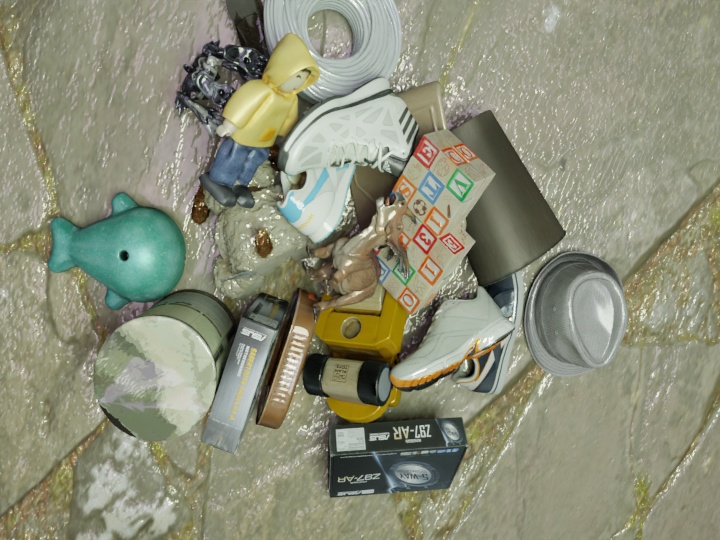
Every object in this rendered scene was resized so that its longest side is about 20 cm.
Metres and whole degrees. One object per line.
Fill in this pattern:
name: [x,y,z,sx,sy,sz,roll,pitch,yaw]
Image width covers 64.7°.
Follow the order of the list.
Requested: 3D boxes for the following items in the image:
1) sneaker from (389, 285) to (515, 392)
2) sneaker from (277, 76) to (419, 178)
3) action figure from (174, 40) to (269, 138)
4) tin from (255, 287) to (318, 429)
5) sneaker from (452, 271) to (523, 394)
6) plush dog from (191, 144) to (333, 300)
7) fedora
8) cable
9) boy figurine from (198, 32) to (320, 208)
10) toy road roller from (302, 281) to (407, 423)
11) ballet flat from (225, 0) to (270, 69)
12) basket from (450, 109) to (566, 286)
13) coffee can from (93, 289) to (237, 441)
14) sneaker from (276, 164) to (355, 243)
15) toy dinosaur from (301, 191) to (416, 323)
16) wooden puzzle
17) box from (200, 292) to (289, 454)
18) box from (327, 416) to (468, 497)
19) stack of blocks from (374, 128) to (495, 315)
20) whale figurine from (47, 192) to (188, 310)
sneaker: [0.114,0.092,0.787,0.195,0.076,0.094,-24,70,-21]
sneaker: [-0.001,-0.152,0.695,0.199,0.076,0.116,-38,77,-27]
action figure: [-0.181,-0.237,0.743,0.101,0.199,0.121,36,86,-30]
tin: [-0.105,0.128,0.819,0.041,0.112,0.206,18,95,-8]
sneaker: [0.191,0.088,0.863,0.077,0.078,0.207,8,97,-12]
plush dog: [-0.154,-0.083,0.785,0.196,0.161,0.175,-30,76,-1]
fedora: [0.345,0.076,0.871,0.170,0.090,0.208,-2,97,-5]
cable: [-0.039,-0.326,0.775,0.196,0.069,0.205,27,82,-21]
boy figurine: [-0.110,-0.173,0.667,0.064,0.123,0.202,44,110,22]
toy road roller: [0.008,0.116,0.829,0.119,0.146,0.206,2,65,25]
ballet flat: [-0.139,-0.297,0.802,0.065,0.046,0.206,-14,101,16]
basket: [0.183,-0.107,0.808,0.134,0.179,0.204,-28,93,39]
coffee can: [-0.246,0.114,0.756,0.141,0.200,0.152,-1,96,-5]
sneaker: [-0.057,-0.138,0.762,0.080,0.205,0.076,35,134,-30]
toy dinosaur: [0.000,0.000,0.729,0.131,0.201,0.088,-12,66,-18]
wooden puzzle: [0.056,-0.138,0.796,0.037,0.181,0.207,-17,98,-48]
box: [-0.149,0.127,0.769,0.047,0.200,0.163,18,94,-4]
box: [0.048,0.278,0.840,0.192,0.045,0.163,-2,139,-6]
stack of blocks: [0.087,-0.058,0.723,0.115,0.058,0.202,45,130,18]
whale figurine: [-0.339,-0.026,0.779,0.193,0.104,0.165,7,94,-2]
